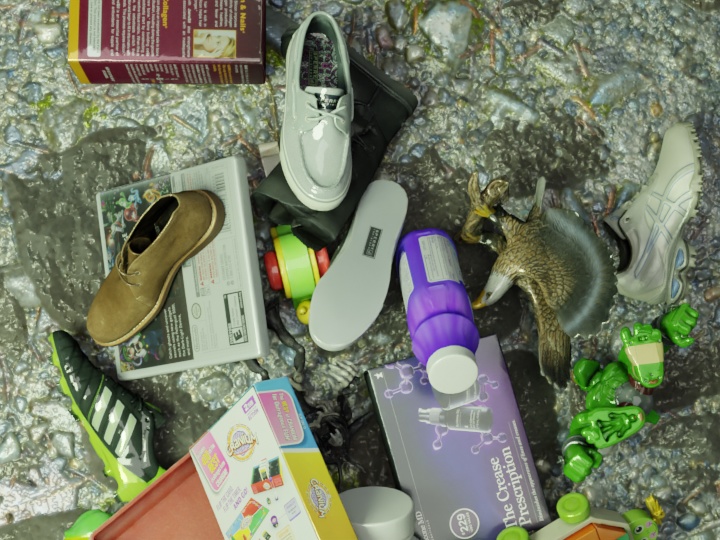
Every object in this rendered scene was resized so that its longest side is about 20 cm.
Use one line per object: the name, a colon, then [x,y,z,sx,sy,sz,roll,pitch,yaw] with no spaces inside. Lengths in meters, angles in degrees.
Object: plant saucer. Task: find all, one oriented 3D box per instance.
plant saucer: [-0.138,0.284,1.194,0.200,0.037,0.200,47,47,5]

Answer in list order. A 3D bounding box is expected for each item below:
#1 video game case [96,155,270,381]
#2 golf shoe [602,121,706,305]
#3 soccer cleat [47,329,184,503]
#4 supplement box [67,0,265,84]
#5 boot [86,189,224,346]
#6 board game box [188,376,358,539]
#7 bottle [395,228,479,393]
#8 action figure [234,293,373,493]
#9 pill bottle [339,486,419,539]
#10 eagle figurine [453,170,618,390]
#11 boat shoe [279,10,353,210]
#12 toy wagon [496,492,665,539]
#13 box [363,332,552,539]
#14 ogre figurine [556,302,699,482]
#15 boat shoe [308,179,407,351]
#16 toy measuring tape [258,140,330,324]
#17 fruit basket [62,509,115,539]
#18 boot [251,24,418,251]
video game case: [-0.182,0.001,1.231,0.181,0.023,0.200,-11,83,28]
golf shoe: [0.309,-0.065,1.290,0.097,0.078,0.200,8,82,4]
soccer cleat: [-0.249,0.143,1.238,0.081,0.068,0.200,-28,92,-12]
supplement box: [-0.199,-0.258,1.274,0.199,0.086,0.111,0,83,-3]
boot: [-0.221,-0.004,1.198,0.074,0.075,0.200,47,111,20]
board game box: [-0.080,0.223,1.145,0.040,0.153,0.200,-9,66,-39]
bottle: [0.077,0.040,1.201,0.065,0.200,0.084,-9,124,0]
action figure: [-0.061,0.130,1.230,0.119,0.102,0.200,-36,84,-14]
pill bottle: [0.013,0.317,1.174,0.111,0.111,0.200,-3,105,-4]
eagle figurine: [0.179,0.004,1.236,0.200,0.152,0.151,43,107,18]
boat shoe: [-0.042,-0.160,1.188,0.070,0.072,0.201,0,70,-12]
toy wagon: [0.223,0.292,1.216,0.200,0.040,0.155,-28,122,-7]
box: [0.097,0.179,1.246,0.141,0.079,0.200,-16,85,-3]
ogre figurine: [0.264,0.126,1.240,0.098,0.120,0.200,17,81,3]
boat shoe: [0.000,0.000,1.241,0.069,0.057,0.200,23,63,0]
toy measuring tape: [-0.074,-0.042,1.264,0.073,0.074,0.200,-13,84,-5]
fruit basket: [-0.279,0.342,1.177,0.215,0.156,0.216,0,100,2]
boot: [-0.054,-0.140,1.253,0.165,0.066,0.200,30,67,3]
